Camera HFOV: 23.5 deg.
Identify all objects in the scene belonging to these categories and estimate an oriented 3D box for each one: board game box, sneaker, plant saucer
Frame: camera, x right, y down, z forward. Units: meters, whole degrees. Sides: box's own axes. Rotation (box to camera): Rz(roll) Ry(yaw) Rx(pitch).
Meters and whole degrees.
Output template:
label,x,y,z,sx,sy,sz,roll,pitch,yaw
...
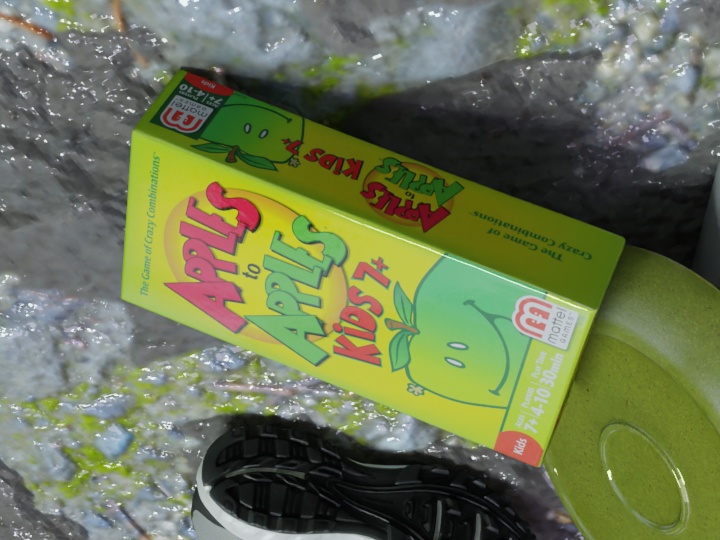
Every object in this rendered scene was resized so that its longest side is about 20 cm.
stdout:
label,x,y,z,sx,sy,sz,roll,pitch,yaw
board game box,0.000,0.000,0.730,0.199,0.048,0.102,21,137,9
sneaker,0.005,0.141,0.908,0.200,0.074,0.079,20,143,-8
plant saucer,0.134,0.085,0.762,0.031,0.200,0.200,-27,142,-25

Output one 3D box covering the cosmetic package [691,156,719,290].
label,x,y,z,sx,sy,sz,roll,pitch,yaw
cosmetic package,0.206,-0.028,0.709,0.112,0.081,0.200,5,137,-1
